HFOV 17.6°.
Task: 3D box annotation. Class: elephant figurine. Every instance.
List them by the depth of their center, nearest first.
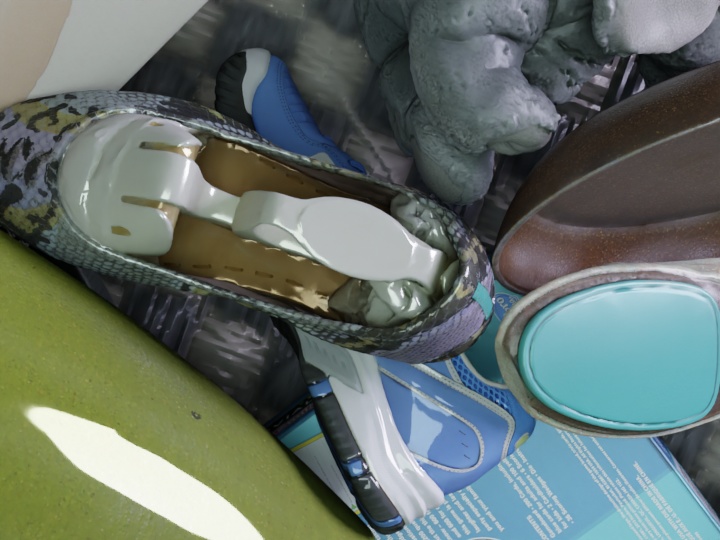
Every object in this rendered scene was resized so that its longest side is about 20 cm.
[{"bbox_3d":[0.102,-0.115,0.881,0.199,0.155,0.142,-17,68,-7],"label":"elephant figurine"}]

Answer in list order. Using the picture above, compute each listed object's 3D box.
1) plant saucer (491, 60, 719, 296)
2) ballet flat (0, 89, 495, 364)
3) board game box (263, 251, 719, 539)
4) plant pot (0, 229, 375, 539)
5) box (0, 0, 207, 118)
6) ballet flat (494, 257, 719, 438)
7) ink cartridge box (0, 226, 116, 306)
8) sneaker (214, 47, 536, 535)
[{"bbox_3d":[0.141,-0.039,0.855,0.200,0.200,0.032,-17,73,3],"label":"plant saucer"},{"bbox_3d":[-0.046,-0.022,0.823,0.200,0.072,0.072,18,101,3],"label":"ballet flat"},{"bbox_3d":[0.027,0.108,0.953,0.200,0.047,0.151,-37,98,7],"label":"board game box"},{"bbox_3d":[-0.101,0.098,0.854,0.200,0.187,0.188,25,101,-18],"label":"plant pot"},{"bbox_3d":[-0.082,-0.149,0.834,0.078,0.095,0.200,22,128,-40],"label":"box"},{"bbox_3d":[0.128,0.026,0.897,0.199,0.062,0.068,-2,99,-28],"label":"ballet flat"},{"bbox_3d":[-0.160,0.004,0.939,0.094,0.037,0.200,-27,98,5],"label":"ink cartridge box"},{"bbox_3d":[0.000,0.000,0.898,0.077,0.076,0.200,-23,74,-4],"label":"sneaker"}]
